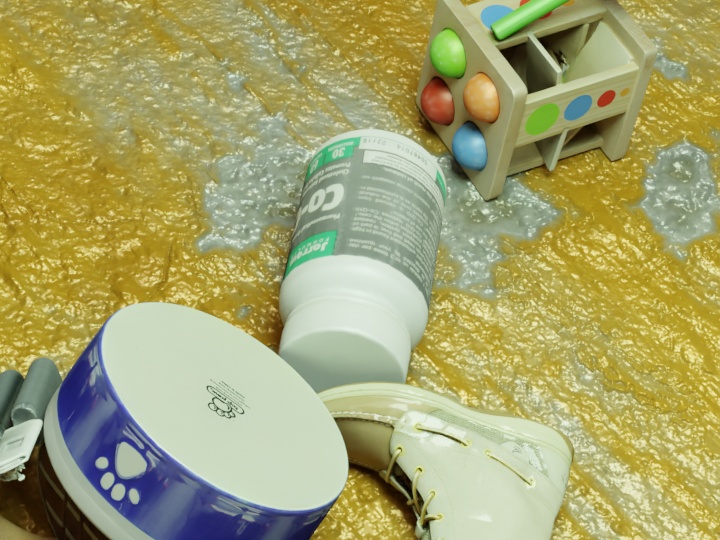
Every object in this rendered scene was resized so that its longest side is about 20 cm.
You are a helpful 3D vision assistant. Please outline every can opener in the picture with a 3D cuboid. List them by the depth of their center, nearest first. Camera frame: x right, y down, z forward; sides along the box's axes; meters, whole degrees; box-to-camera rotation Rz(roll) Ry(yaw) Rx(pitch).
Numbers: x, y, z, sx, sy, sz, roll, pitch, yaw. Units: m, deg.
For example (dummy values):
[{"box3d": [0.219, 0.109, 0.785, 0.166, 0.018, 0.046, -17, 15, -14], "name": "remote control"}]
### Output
[{"box3d": [-0.240, 0.096, 1.397, 0.052, 0.067, 0.200, -18, 11, 5], "name": "can opener"}]

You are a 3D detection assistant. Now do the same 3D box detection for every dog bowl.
[{"box3d": [-0.109, 0.116, 1.392, 0.199, 0.079, 0.200, 29, 26, -15], "name": "dog bowl"}]

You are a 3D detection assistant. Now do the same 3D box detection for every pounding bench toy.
[{"box3d": [0.140, -0.181, 1.667, 0.155, 0.201, 0.124, -18, 55, -24], "name": "pounding bench toy"}]

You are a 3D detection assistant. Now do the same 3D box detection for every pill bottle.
[{"box3d": [0.000, 0.000, 1.546, 0.112, 0.113, 0.201, 10, 48, 0], "name": "pill bottle"}]

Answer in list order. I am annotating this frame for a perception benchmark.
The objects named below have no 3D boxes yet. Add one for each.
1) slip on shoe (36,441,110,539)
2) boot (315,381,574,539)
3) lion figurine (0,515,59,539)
[{"box3d": [-0.147, 0.186, 1.390, 0.060, 0.076, 0.200, -19, 53, -40], "name": "slip on shoe"}, {"box3d": [0.045, 0.166, 1.441, 0.199, 0.072, 0.155, 12, 51, 1], "name": "boot"}, {"box3d": [-0.248, 0.187, 1.384, 0.200, 0.073, 0.123, 36, 42, 3], "name": "lion figurine"}]
